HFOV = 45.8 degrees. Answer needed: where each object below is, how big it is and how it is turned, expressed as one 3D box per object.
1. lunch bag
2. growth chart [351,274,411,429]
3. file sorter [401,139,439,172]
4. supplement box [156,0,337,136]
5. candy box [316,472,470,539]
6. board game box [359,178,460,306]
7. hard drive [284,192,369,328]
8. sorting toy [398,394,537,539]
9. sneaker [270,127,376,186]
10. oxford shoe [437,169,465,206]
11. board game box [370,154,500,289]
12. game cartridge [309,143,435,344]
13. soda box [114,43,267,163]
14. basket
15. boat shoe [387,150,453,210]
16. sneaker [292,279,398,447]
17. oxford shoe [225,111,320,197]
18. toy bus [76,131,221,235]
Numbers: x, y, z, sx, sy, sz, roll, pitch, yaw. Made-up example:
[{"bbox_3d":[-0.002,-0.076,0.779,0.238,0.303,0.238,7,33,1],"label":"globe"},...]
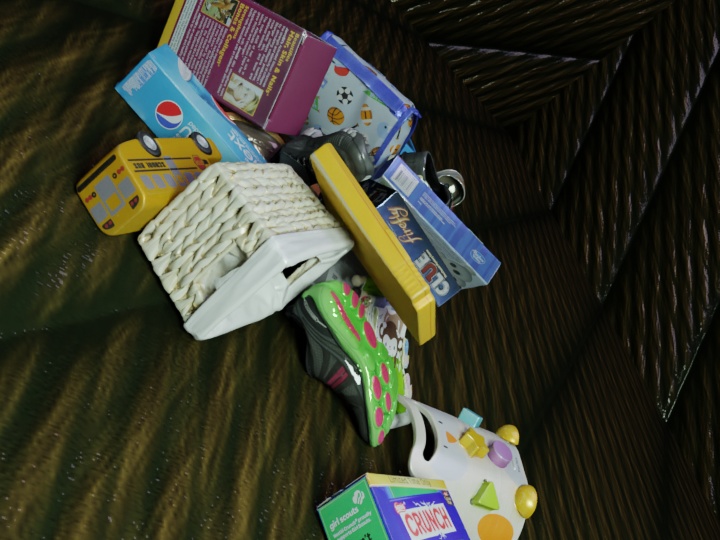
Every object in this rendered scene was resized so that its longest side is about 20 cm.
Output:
[{"bbox_3d":[-0.010,-0.223,1.202,0.170,0.124,0.201,42,-24,6],"label":"lunch bag"},{"bbox_3d":[0.033,0.101,1.062,0.144,0.017,0.206,-12,96,-63],"label":"growth chart"},{"bbox_3d":[0.046,-0.166,1.463,0.200,0.138,0.124,43,19,-29],"label":"file sorter"},{"bbox_3d":[-0.150,-0.281,1.105,0.198,0.133,0.103,33,14,18],"label":"supplement box"},{"bbox_3d":[0.059,0.305,0.821,0.168,0.077,0.203,23,36,-55],"label":"candy box"},{"bbox_3d":[0.040,-0.043,1.013,0.137,0.034,0.200,55,-4,-17],"label":"board game box"},{"bbox_3d":[-0.019,0.007,1.079,0.140,0.037,0.203,43,44,-29],"label":"hard drive"},{"bbox_3d":[0.113,0.231,1.042,0.178,0.107,0.202,34,27,-28],"label":"sorting toy"},{"bbox_3d":[-0.052,-0.128,1.030,0.199,0.089,0.068,22,-43,61],"label":"sneaker"},{"bbox_3d":[0.087,-0.106,1.380,0.077,0.197,0.058,68,-11,-22],"label":"oxford shoe"},{"bbox_3d":[0.066,-0.052,1.165,0.200,0.044,0.198,45,-22,-13],"label":"board game box"},{"bbox_3d":[0.019,-0.024,0.939,0.202,0.032,0.177,54,-6,16],"label":"game cartridge"},{"bbox_3d":[-0.195,-0.167,1.020,0.201,0.064,0.068,50,20,-14],"label":"soda box"},{"bbox_3d":[-0.114,-0.029,0.877,0.124,0.135,0.200,53,18,6],"label":"basket"},{"bbox_3d":[0.101,-0.088,1.220,0.203,0.062,0.075,59,35,-43],"label":"boat shoe"},{"bbox_3d":[-0.016,0.106,0.970,0.077,0.082,0.204,-39,112,-52],"label":"sneaker"},{"bbox_3d":[-0.121,-0.125,1.116,0.199,0.071,0.074,41,32,-26],"label":"oxford shoe"},{"bbox_3d":[-0.203,-0.092,0.876,0.079,0.065,0.200,55,20,4],"label":"toy bus"}]
